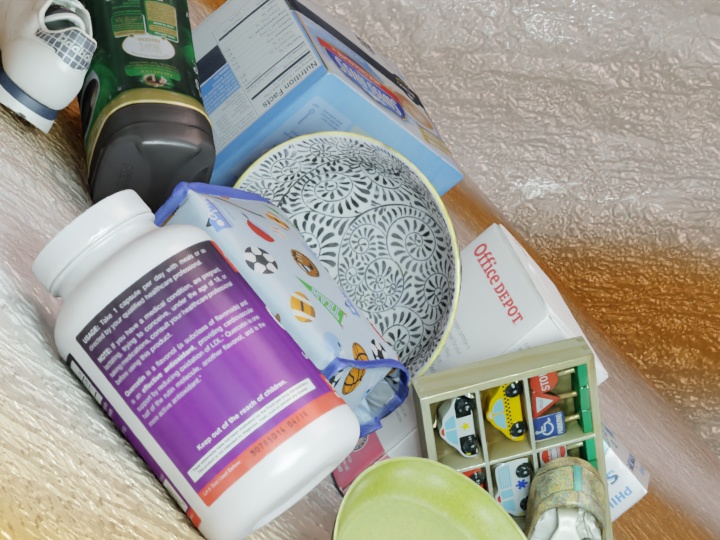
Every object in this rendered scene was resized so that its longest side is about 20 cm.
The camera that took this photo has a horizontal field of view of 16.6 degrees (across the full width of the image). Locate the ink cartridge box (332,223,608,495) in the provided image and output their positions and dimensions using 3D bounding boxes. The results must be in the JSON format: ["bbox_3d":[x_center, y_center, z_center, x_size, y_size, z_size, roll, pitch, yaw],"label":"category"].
[{"bbox_3d":[0.066,0.082,1.806,0.083,0.200,0.147,44,11,-30],"label":"ink cartridge box"}]

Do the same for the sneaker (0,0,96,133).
[{"bbox_3d":[-0.232,-0.173,1.794,0.076,0.081,0.200,29,16,-29],"label":"sneaker"}]

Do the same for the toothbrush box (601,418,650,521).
[{"bbox_3d":[0.112,0.139,1.957,0.200,0.146,0.085,49,10,3],"label":"toothbrush box"}]

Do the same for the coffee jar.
[{"bbox_3d":[-0.159,-0.125,1.789,0.085,0.104,0.200,4,45,-19],"label":"coffee jar"}]

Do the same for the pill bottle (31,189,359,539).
[{"bbox_3d":[-0.099,0.053,1.433,0.200,0.112,0.112,51,10,8],"label":"pill bottle"}]

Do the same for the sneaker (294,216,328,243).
[{"bbox_3d":[-0.015,0.027,1.903,0.200,0.079,0.096,65,11,-56],"label":"sneaker"}]

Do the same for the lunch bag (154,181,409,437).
[{"bbox_3d":[-0.061,0.039,1.643,0.170,0.124,0.200,51,17,13],"label":"lunch bag"}]

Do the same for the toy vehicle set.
[{"bbox_3d":[0.109,0.147,1.723,0.027,0.124,0.200,-117,-166,-56],"label":"toy vehicle set"}]

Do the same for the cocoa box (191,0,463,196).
[{"bbox_3d":[-0.041,-0.112,1.914,0.200,0.133,0.131,34,21,-49],"label":"cocoa box"}]

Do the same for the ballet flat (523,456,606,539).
[{"bbox_3d":[0.134,0.227,1.711,0.071,0.200,0.071,5,23,-2],"label":"ballet flat"}]

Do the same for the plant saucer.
[{"bbox_3d":[0.049,0.212,1.532,0.200,0.031,0.200,29,44,-33],"label":"plant saucer"}]

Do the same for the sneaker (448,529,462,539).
[{"bbox_3d":[0.091,0.247,1.648,0.200,0.079,0.074,45,8,-30],"label":"sneaker"}]

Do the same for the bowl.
[{"bbox_3d":[0.000,0.000,1.778,0.201,0.201,0.094,52,23,16],"label":"bowl"}]
